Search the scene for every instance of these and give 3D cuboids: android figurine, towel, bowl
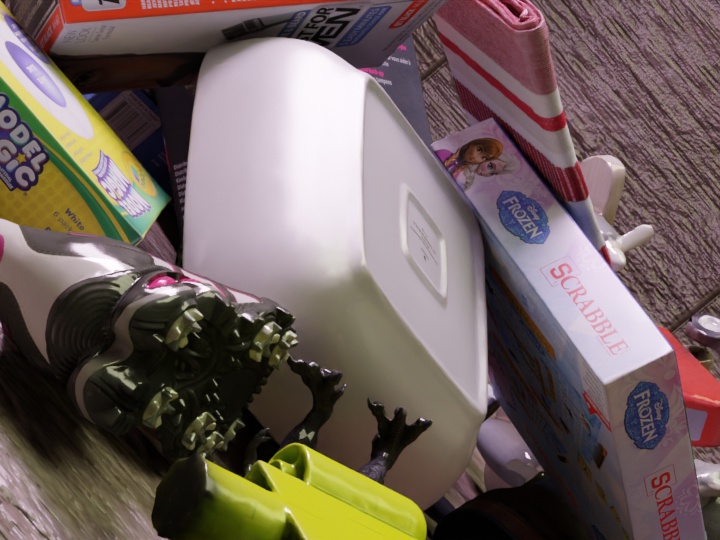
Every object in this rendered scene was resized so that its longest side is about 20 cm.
[{"bbox_3d":[0.022,0.129,0.776,0.200,0.041,0.182,29,12,-29],"label":"android figurine"},{"bbox_3d":[0.089,-0.064,1.149,0.144,0.023,0.200,52,-16,59],"label":"towel"},{"bbox_3d":[0.000,0.000,1.036,0.200,0.075,0.200,53,28,-41],"label":"bowl"}]

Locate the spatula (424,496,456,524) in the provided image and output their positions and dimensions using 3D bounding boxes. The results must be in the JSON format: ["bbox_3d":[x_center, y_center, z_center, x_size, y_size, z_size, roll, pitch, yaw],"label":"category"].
[{"bbox_3d":[0.075,0.174,1.239,0.200,0.021,0.057,51,12,7],"label":"spatula"}]

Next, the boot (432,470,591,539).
[{"bbox_3d":[0.135,0.190,1.191,0.200,0.075,0.097,49,35,9],"label":"boot"}]

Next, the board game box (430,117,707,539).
[{"bbox_3d":[0.110,0.054,1.139,0.200,0.041,0.200,-122,-169,-45],"label":"board game box"}]

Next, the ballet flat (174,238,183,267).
[{"bbox_3d":[-0.044,0.033,1.116,0.200,0.074,0.074,47,8,-41],"label":"ballet flat"}]

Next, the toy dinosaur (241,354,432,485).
[{"bbox_3d":[-0.014,0.091,0.931,0.047,0.088,0.200,17,-10,25],"label":"toy dinosaur"}]

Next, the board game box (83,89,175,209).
[{"bbox_3d":[-0.118,-0.098,1.331,0.200,0.043,0.199,45,9,-39],"label":"board game box"}]

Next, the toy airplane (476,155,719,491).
[{"bbox_3d":[0.124,0.045,1.422,0.141,0.199,0.200,-25,92,-52],"label":"toy airplane"}]

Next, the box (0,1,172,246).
[{"bbox_3d":[-0.151,-0.064,0.968,0.200,0.048,0.117,51,7,-8],"label":"box"}]

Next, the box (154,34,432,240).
[{"bbox_3d":[-0.041,-0.111,1.227,0.122,0.106,0.200,6,71,-56],"label":"box"}]

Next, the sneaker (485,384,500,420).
[{"bbox_3d":[0.024,0.052,1.338,0.113,0.071,0.200,54,0,-5],"label":"sneaker"}]

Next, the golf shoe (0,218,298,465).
[{"bbox_3d":[-0.083,0.022,0.854,0.088,0.077,0.200,35,-5,16],"label":"golf shoe"}]

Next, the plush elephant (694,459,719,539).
[{"bbox_3d":[0.196,0.188,1.364,0.200,0.155,0.165,51,8,2],"label":"plush elephant"}]

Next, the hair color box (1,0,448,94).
[{"bbox_3d":[-0.067,-0.136,1.080,0.111,0.200,0.064,144,-63,-65],"label":"hair color box"}]
